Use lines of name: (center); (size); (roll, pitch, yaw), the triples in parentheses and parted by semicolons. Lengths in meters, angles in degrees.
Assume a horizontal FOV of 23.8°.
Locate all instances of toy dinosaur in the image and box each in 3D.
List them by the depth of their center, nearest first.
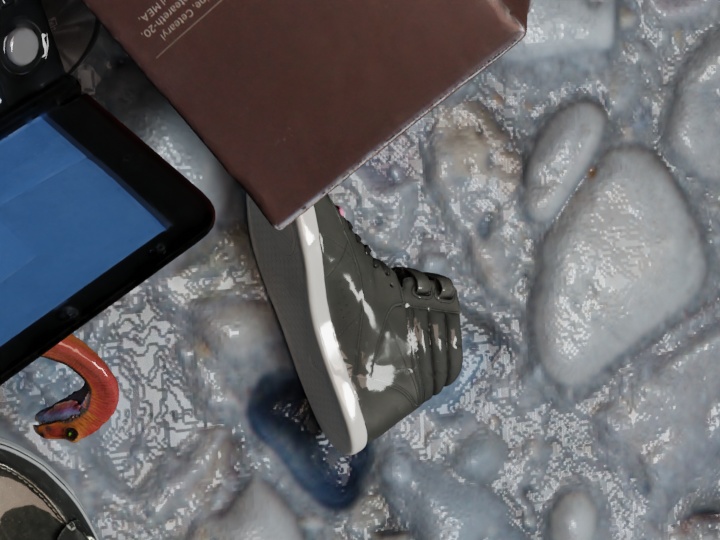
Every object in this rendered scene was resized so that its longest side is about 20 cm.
toy dinosaur: (-0.211, 0.025, 0.888); (0.181, 0.200, 0.105); (34, 96, 5)

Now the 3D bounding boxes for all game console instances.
game console: (-0.187, -0.057, 0.776); (0.200, 0.118, 0.173); (-38, 128, -35)

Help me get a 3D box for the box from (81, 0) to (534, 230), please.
box: (-0.035, -0.165, 0.877); (0.164, 0.166, 0.200); (-37, 101, 16)

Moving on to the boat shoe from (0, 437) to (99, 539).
boat shoe: (-0.163, 0.175, 0.953); (0.072, 0.071, 0.201); (-40, 106, -17)

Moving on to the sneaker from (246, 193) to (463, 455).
sneaker: (0.000, 0.000, 1.023); (0.099, 0.071, 0.201); (-24, 106, -25)

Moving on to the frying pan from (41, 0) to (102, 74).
frying pan: (-0.171, -0.163, 0.899); (0.114, 0.031, 0.191); (-19, 141, -40)
